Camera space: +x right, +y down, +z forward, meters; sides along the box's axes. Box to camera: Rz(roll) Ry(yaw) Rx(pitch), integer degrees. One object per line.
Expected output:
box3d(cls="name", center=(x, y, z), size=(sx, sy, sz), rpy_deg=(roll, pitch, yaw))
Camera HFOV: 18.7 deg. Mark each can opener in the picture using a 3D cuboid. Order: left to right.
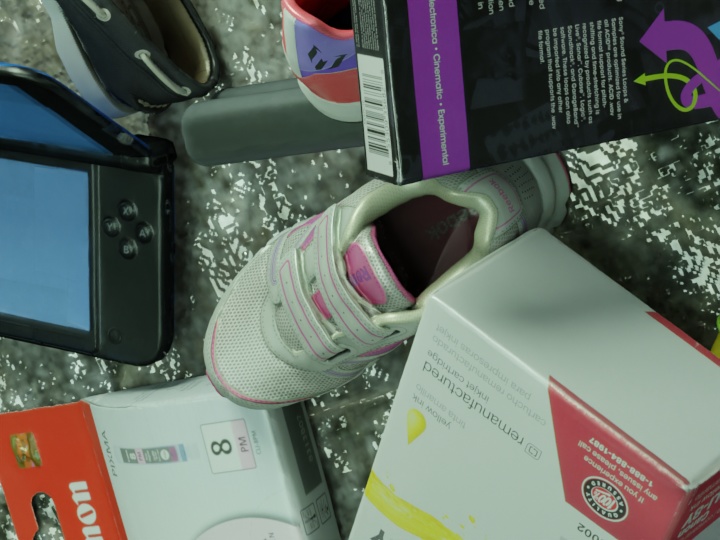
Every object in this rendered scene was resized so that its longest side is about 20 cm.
box3d(cls="can opener", center=(0.007, -0.089, 1.020), size=(0.200, 0.053, 0.067), rpy_deg=(-11, 101, 30))

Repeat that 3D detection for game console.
box3d(cls="game console", center=(-0.204, -0.036, 1.090), size=(0.200, 0.118, 0.171), rpy_deg=(10, 108, 28))

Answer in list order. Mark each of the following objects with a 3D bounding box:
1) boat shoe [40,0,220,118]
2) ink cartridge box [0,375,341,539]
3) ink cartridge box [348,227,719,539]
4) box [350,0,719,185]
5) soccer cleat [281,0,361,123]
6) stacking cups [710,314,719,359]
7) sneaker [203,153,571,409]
box3d(cls="boat shoe", center=(-0.130, -0.153, 1.020), size=(0.060, 0.074, 0.200), rpy_deg=(-7, 130, 27))
box3d(cls="ink cartridge box", center=(-0.106, 0.144, 1.143), size=(0.200, 0.057, 0.163), rpy_deg=(-11, 100, 23))
box3d(cls="ink cartridge box", center=(0.083, 0.107, 0.984), size=(0.145, 0.083, 0.200), rpy_deg=(37, 134, 23))
box3d(cls="box", center=(0.089, -0.123, 0.902), size=(0.036, 0.200, 0.143), rpy_deg=(21, 119, 62))
box3d(cls="soccer cleat", center=(0.050, -0.145, 0.925), size=(0.200, 0.073, 0.068), rpy_deg=(-39, 62, -5))
box3d(cls="stacking cups", center=(0.206, -0.018, 0.949), size=(0.060, 0.060, 0.200), rpy_deg=(28, 110, 16))
box3d(cls="sneaker", center=(0.000, 0.000, 1.015), size=(0.200, 0.088, 0.081), rpy_deg=(-38, 87, 20))
